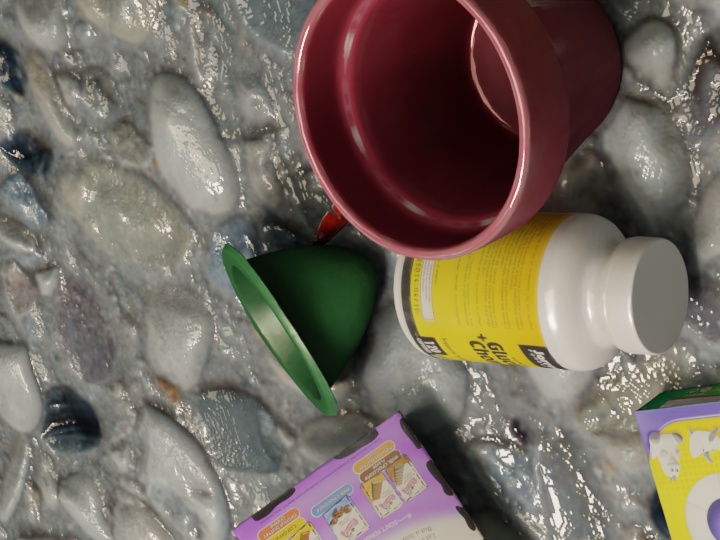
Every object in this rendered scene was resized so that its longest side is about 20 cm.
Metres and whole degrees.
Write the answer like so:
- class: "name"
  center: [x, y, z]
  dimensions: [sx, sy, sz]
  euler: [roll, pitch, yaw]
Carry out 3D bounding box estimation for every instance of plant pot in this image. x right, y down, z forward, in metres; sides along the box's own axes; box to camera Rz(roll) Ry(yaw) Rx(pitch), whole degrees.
- class: "plant pot"
  center: [0.081, -0.128, 1.253]
  dimensions: [0.199, 0.178, 0.202]
  euler: [16, 117, 34]

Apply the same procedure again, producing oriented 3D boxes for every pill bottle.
- class: "pill bottle"
  center: [0.130, 0.014, 1.312]
  dimensions: [0.199, 0.112, 0.113]
  euler: [3, 109, 40]

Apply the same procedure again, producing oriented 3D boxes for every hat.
- class: "hat"
  center: [0.000, 0.000, 1.482]
  dimensions: [0.166, 0.175, 0.200]
  euler: [54, 169, 7]

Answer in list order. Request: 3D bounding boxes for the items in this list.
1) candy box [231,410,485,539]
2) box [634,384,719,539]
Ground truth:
- class: "candy box"
  center: [0.020, 0.245, 1.460]
  dimensions: [0.201, 0.167, 0.072]
  euler: [56, 177, 8]
- class: "box"
  center: [0.278, 0.182, 1.299]
  dimensions: [0.117, 0.048, 0.202]
  euler: [-12, 100, 42]
